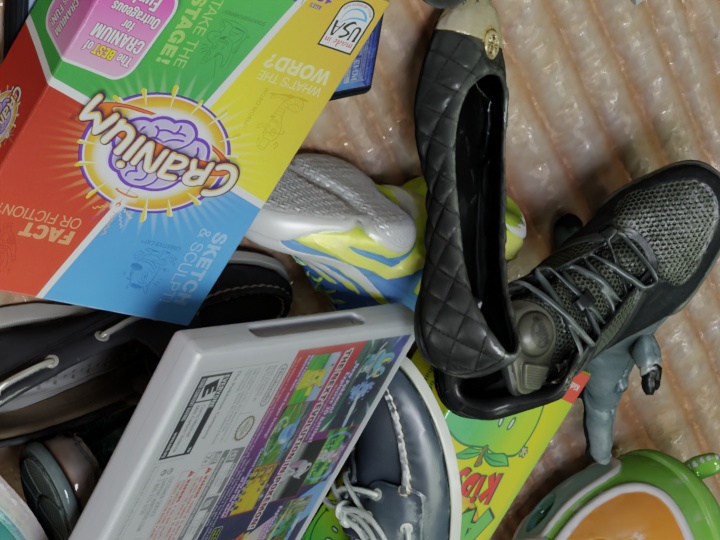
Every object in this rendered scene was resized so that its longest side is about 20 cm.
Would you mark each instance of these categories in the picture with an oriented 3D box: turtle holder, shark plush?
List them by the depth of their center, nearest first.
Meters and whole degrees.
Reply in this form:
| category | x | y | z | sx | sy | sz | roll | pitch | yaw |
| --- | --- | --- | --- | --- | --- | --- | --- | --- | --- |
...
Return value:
| category | x | y | z | sx | sy | sz | roll | pitch | yaw |
| --- | --- | --- | --- | --- | --- | --- | --- | --- | --- |
| shark plush | 0.153 | 0.041 | 1.300 | 0.091 | 0.083 | 0.200 | -4 | 129 | -34 |
| turtle holder | 0.158 | 0.190 | 1.423 | 0.132 | 0.185 | 0.141 | -13 | 102 | -27 |

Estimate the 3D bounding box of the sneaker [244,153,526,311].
| category | x | y | z | sx | sy | sz | roll | pitch | yaw |
| --- | --- | --- | --- | --- | --- | --- | --- | --- | --- |
| sneaker | 0.000 | 0.000 | 1.156 | 0.200 | 0.076 | 0.105 | 5 | 125 | -40 |

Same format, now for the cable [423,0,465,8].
| category | x | y | z | sx | sy | sz | roll | pitch | yaw |
| --- | --- | --- | --- | --- | --- | --- | --- | --- | --- |
| cable | -0.001 | -0.200 | 0.990 | 0.200 | 0.050 | 0.097 | 34 | 84 | -50 |

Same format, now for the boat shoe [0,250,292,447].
| category | x | y | z | sx | sy | sz | roll | pitch | yaw |
| --- | --- | --- | --- | --- | --- | --- | --- | --- | --- |
| boat shoe | -0.119 | 0.042 | 1.118 | 0.200 | 0.060 | 0.074 | -12 | 136 | -28 |

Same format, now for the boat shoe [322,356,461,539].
| category | x | y | z | sx | sy | sz | roll | pitch | yaw |
| --- | --- | --- | --- | --- | --- | --- | --- | --- | --- |
| boat shoe | 0.014 | 0.140 | 1.207 | 0.062 | 0.075 | 0.200 | -18 | 120 | -24 |

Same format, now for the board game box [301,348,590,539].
| category | x | y | z | sx | sy | sz | roll | pitch | yaw |
| --- | --- | --- | --- | --- | --- | --- | --- | --- | --- |
| board game box | 0.045 | 0.124 | 1.294 | 0.102 | 0.048 | 0.200 | 26 | 97 | -47 |

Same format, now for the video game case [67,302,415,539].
| category | x | y | z | sx | sy | sz | roll | pitch | yaw |
| --- | --- | --- | --- | --- | --- | --- | --- | --- | --- |
| video game case | -0.070 | 0.106 | 1.110 | 0.182 | 0.023 | 0.200 | -6 | 131 | -53 |

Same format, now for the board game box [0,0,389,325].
| category | x | y | z | sx | sy | sz | roll | pitch | yaw |
| --- | --- | --- | --- | --- | --- | --- | --- | --- | --- |
| board game box | -0.098 | -0.073 | 1.012 | 0.153 | 0.040 | 0.200 | 12 | 119 | -42 |

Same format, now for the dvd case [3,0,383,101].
| category | x | y | z | sx | sy | sz | roll | pitch | yaw |
| --- | --- | --- | --- | --- | --- | --- | --- | --- | --- |
| dvd case | -0.074 | -0.128 | 1.025 | 0.200 | 0.018 | 0.143 | -14 | 135 | -27 |

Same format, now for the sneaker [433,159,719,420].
| category | x | y | z | sx | sy | sz | roll | pitch | yaw |
| --- | --- | --- | --- | --- | --- | --- | --- | --- | --- |
| sneaker | 0.124 | 0.016 | 1.173 | 0.199 | 0.076 | 0.114 | -35 | -179 | 5 |

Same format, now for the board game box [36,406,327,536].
| category | x | y | z | sx | sy | sz | roll | pitch | yaw |
| --- | --- | --- | --- | --- | --- | --- | --- | --- | --- |
| board game box | -0.093 | 0.127 | 1.243 | 0.135 | 0.028 | 0.200 | -30 | 139 | -10 |

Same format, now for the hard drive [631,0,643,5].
| category | x | y | z | sx | sy | sz | roll | pitch | yaw |
| --- | --- | --- | --- | --- | --- | --- | --- | --- | --- |
| hard drive | 0.207 | -0.239 | 1.122 | 0.200 | 0.026 | 0.132 | -33 | 140 | -5 |

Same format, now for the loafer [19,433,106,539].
| category | x | y | z | sx | sy | sz | roll | pitch | yaw |
| --- | --- | --- | --- | --- | --- | --- | --- | --- | --- |
| loafer | -0.138 | 0.140 | 1.156 | 0.063 | 0.072 | 0.200 | -27 | 150 | -19 |

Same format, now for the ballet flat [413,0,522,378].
| category | x | y | z | sx | sy | sz | roll | pitch | yaw |
| --- | --- | --- | --- | --- | --- | --- | --- | --- | --- |
| ballet flat | 0.062 | -0.044 | 1.104 | 0.066 | 0.057 | 0.200 | 8 | 81 | -51 |

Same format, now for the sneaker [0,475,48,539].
| category | x | y | z | sx | sy | sz | roll | pitch | yaw |
| --- | --- | --- | --- | --- | --- | --- | --- | --- | --- |
| sneaker | -0.228 | 0.112 | 1.074 | 0.080 | 0.071 | 0.200 | -48 | 130 | -20 |
